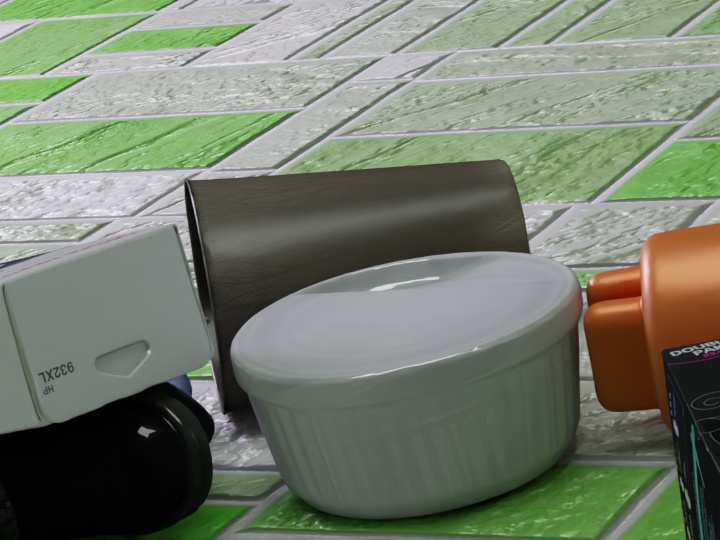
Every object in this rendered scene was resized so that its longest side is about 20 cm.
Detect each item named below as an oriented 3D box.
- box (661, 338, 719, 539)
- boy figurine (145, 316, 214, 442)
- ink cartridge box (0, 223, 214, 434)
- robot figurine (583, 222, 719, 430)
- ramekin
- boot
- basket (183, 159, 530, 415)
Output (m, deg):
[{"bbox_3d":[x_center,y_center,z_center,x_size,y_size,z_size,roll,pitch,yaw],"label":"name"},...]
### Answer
[{"bbox_3d":[0.228,0.108,1.350,0.148,0.125,0.200,-10,16,0],"label":"box"},{"bbox_3d":[-0.141,0.065,1.781,0.124,0.064,0.200,-45,25,3],"label":"boy figurine"},{"bbox_3d":[-0.205,0.043,1.661,0.200,0.084,0.145,-12,6,41],"label":"ink cartridge box"},{"bbox_3d":[0.225,0.026,1.629,0.199,0.117,0.144,-8,-14,11],"label":"robot figurine"},{"bbox_3d":[0.033,0.065,1.663,0.202,0.095,0.202,-11,17,3],"label":"ramekin"},{"bbox_3d":[-0.199,0.131,1.620,0.211,0.080,0.158,-12,6,36],"label":"boot"},{"bbox_3d":[0.000,0.000,1.840,0.199,0.136,0.180,-9,28,-6],"label":"basket"}]
